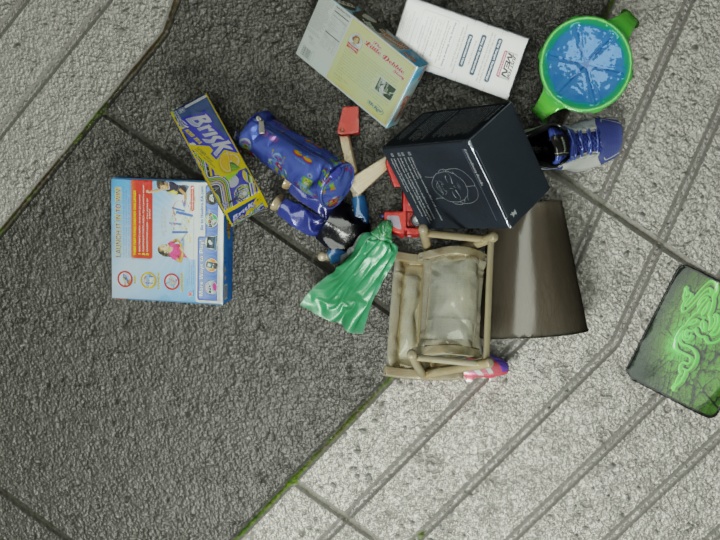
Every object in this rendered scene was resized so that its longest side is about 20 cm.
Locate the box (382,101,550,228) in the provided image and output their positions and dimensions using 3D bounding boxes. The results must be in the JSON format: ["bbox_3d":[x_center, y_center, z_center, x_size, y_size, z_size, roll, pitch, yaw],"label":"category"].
[{"bbox_3d":[0.154,-0.151,1.643,0.107,0.199,0.150,-41,116,-28],"label":"box"}]

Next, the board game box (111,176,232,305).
[{"bbox_3d":[-0.310,-0.051,1.832,0.192,0.056,0.204,3,98,10],"label":"board game box"}]

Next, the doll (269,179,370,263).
[{"bbox_3d":[-0.042,-0.082,1.785,0.198,0.048,0.138,32,95,4],"label":"doll"}]

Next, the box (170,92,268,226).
[{"bbox_3d":[-0.224,-0.176,1.756,0.069,0.064,0.202,-28,69,-6],"label":"box"}]

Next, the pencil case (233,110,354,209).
[{"bbox_3d":[-0.103,-0.179,1.739,0.199,0.087,0.078,35,70,22],"label":"pencil case"}]

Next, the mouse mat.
[{"bbox_3d":[0.526,0.112,1.736,0.159,0.008,0.202,26,100,6],"label":"mouse mat"}]

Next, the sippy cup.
[{"bbox_3d":[0.332,-0.303,1.651,0.175,0.130,0.142,-10,95,10],"label":"sippy cup"}]

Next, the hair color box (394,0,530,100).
[{"bbox_3d":[0.152,-0.342,1.711,0.197,0.061,0.101,21,104,7],"label":"hair color box"}]

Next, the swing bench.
[{"bbox_3d":[0.118,0.055,1.683,0.128,0.200,0.202,7,77,-9],"label":"swing bench"}]

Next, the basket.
[{"bbox_3d":[0.257,-0.004,1.705,0.177,0.136,0.204,-4,93,-8],"label":"basket"}]

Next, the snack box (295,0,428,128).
[{"bbox_3d":[0.000,-0.327,1.712,0.200,0.037,0.117,41,127,15],"label":"snack box"}]

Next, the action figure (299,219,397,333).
[{"bbox_3d":[0.000,0.000,1.755,0.117,0.055,0.201,22,122,-19],"label":"action figure"}]

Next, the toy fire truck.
[{"bbox_3d":[0.031,-0.154,1.751,0.139,0.049,0.204,2,92,0],"label":"toy fire truck"}]

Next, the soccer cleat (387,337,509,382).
[{"bbox_3d":[0.140,0.131,1.777,0.197,0.067,0.078,5,94,12],"label":"soccer cleat"}]

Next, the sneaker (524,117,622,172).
[{"bbox_3d":[0.306,-0.182,1.660,0.196,0.115,0.082,-7,97,-10],"label":"sneaker"}]
